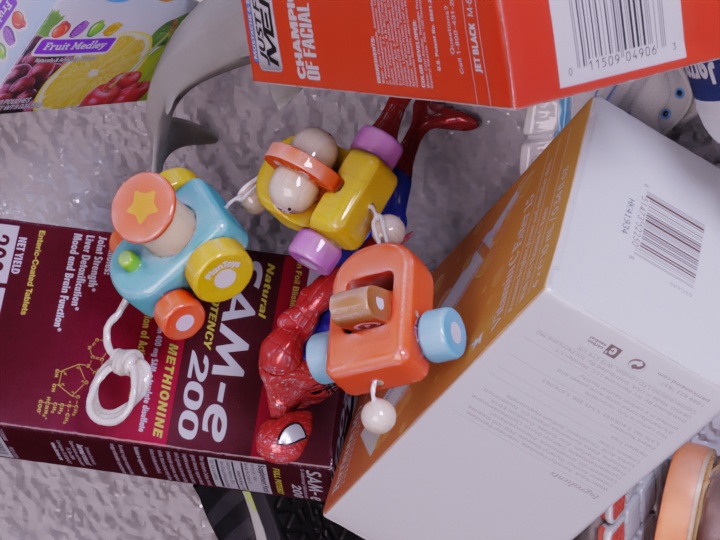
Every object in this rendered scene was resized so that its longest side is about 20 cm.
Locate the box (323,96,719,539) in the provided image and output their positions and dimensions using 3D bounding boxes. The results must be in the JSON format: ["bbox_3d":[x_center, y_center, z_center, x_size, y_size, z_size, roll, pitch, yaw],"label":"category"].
[{"bbox_3d":[0.082,0.041,0.987,0.097,0.125,0.200,29,135,-11],"label":"box"}]

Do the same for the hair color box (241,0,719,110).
[{"bbox_3d":[0.044,-0.112,0.905,0.200,0.111,0.064,11,114,57],"label":"hair color box"}]

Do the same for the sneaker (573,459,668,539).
[{"bbox_3d":[0.100,0.151,1.087,0.082,0.077,0.201,14,112,27],"label":"sneaker"}]

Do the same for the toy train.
[{"bbox_3d":[-0.048,0.001,0.970,0.199,0.151,0.056,-9,147,30],"label":"toy train"}]

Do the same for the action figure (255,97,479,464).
[{"bbox_3d":[0.000,0.000,1.020,0.052,0.065,0.200,22,72,18],"label":"action figure"}]

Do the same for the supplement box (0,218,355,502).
[{"bbox_3d":[-0.102,0.043,1.075,0.199,0.061,0.109,7,68,4],"label":"supplement box"}]

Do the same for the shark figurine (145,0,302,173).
[{"bbox_3d":[-0.050,-0.096,1.034,0.214,0.128,0.090,-32,48,25],"label":"shark figurine"}]

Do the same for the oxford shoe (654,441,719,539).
[{"bbox_3d":[0.176,0.185,1.065,0.073,0.071,0.201,9,110,17],"label":"oxford shoe"}]

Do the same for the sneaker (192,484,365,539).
[{"bbox_3d":[-0.045,0.129,1.164,0.083,0.072,0.201,15,118,52],"label":"sneaker"}]

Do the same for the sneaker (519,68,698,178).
[{"bbox_3d":[0.120,-0.108,0.998,0.086,0.075,0.201,5,118,17],"label":"sneaker"}]

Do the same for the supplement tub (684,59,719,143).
[{"bbox_3d":[0.194,-0.132,0.905,0.144,0.144,0.201,-14,100,28],"label":"supplement tub"}]

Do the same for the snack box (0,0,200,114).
[{"bbox_3d":[-0.098,-0.162,1.030,0.053,0.142,0.200,50,120,17],"label":"snack box"}]
